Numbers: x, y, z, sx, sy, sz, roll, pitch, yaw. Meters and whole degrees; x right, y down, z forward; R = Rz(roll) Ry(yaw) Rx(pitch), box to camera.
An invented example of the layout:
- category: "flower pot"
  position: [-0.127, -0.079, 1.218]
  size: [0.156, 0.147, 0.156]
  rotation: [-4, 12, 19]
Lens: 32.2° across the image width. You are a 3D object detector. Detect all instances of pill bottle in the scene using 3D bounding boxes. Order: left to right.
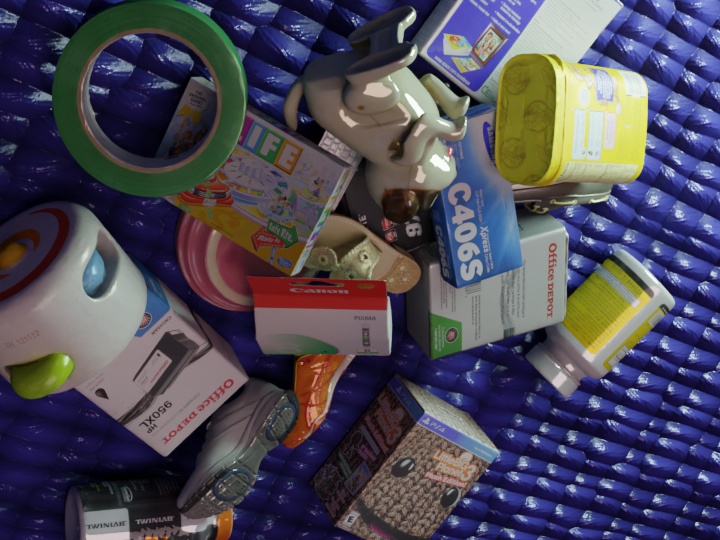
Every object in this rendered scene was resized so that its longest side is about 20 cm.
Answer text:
- category: "pill bottle"
  position: [-0.263, 0.313, 1.562]
  size: [0.198, 0.106, 0.107]
  rotation: [-1, 118, -25]
- category: "pill bottle"
  position: [0.325, 0.077, 1.712]
  size: [0.200, 0.111, 0.111]
  rotation: [-45, 127, 3]

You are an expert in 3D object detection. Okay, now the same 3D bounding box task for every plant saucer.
- category: "plant saucer"
  position: [-0.117, -0.035, 1.469]
  size: [0.199, 0.051, 0.202]
  rotation: [-12, 123, -20]

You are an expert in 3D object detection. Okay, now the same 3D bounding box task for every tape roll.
- category: "tape roll"
  position: [-0.217, -0.180, 1.293]
  size: [0.198, 0.048, 0.202]
  rotation: [-1, 109, -2]

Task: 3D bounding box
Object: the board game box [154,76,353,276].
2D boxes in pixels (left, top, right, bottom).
- category: "board game box"
  position: [-0.125, -0.103, 1.356]
  size: [0.199, 0.034, 0.135]
  rotation: [31, 106, 10]

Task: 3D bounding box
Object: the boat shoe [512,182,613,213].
- category: "boat shoe"
  position: [0.241, -0.105, 1.591]
  size: [0.200, 0.072, 0.061]
  rotation: [-12, 117, -24]

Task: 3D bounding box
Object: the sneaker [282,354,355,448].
- category: "sneaker"
  position: [-0.064, 0.133, 1.591]
  size: [0.077, 0.073, 0.201]
  rotation: [21, 100, -17]

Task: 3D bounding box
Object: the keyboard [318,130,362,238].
- category: "keyboard"
  position: [-0.025, -0.134, 1.423]
  size: [0.056, 0.011, 0.201]
  rotation: [21, 103, -31]

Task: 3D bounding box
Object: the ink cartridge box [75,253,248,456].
- category: "ink cartridge box"
  position: [-0.250, 0.102, 1.461]
  size: [0.144, 0.084, 0.200]
  rotation: [-42, 128, 2]

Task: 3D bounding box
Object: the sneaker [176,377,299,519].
- category: "sneaker"
  position: [-0.161, 0.221, 1.550]
  size: [0.200, 0.087, 0.075]
  rotation: [-50, 142, -18]

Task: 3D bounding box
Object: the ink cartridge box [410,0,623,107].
- category: "ink cartridge box"
  position: [0.185, -0.291, 1.474]
  size: [0.198, 0.043, 0.200]
  rotation: [32, 102, -37]

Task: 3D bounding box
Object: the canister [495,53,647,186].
- category: "canister"
  position: [0.255, -0.174, 1.478]
  size: [0.199, 0.086, 0.150]
  rotation: [-2, 97, -45]

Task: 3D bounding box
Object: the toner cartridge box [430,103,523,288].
- category: "toner cartridge box"
  position: [0.132, -0.088, 1.485]
  size: [0.094, 0.043, 0.202]
  rotation: [-19, 113, -18]

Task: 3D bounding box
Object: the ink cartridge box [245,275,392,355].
- category: "ink cartridge box"
  position: [-0.045, 0.056, 1.443]
  size: [0.159, 0.200, 0.051]
  rotation: [1, 75, 3]

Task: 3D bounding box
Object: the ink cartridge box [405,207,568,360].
- category: "ink cartridge box"
  position: [0.163, 0.013, 1.613]
  size: [0.198, 0.083, 0.148]
  rotation: [-14, 122, -18]

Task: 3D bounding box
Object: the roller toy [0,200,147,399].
- category: "roller toy"
  position: [-0.333, 0.023, 1.315]
  size: [0.182, 0.200, 0.140]
  rotation: [-44, 127, -13]

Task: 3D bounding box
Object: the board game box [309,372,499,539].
- category: "board game box"
  position: [0.060, 0.270, 1.701]
  size: [0.159, 0.097, 0.201]
  rotation: [31, 102, -36]

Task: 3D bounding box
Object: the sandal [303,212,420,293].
- category: "sandal"
  position: [0.003, -0.004, 1.463]
  size: [0.211, 0.070, 0.078]
  rotation: [19, 116, -41]

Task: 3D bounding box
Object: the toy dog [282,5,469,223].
- category: "toy dog"
  position: [0.030, -0.149, 1.358]
  size: [0.193, 0.140, 0.201]
  rotation: [-26, 119, 7]

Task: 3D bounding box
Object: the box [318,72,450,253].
- category: "box"
  position: [0.046, -0.118, 1.503]
  size: [0.158, 0.046, 0.201]
  rotation: [-22, 124, -13]
